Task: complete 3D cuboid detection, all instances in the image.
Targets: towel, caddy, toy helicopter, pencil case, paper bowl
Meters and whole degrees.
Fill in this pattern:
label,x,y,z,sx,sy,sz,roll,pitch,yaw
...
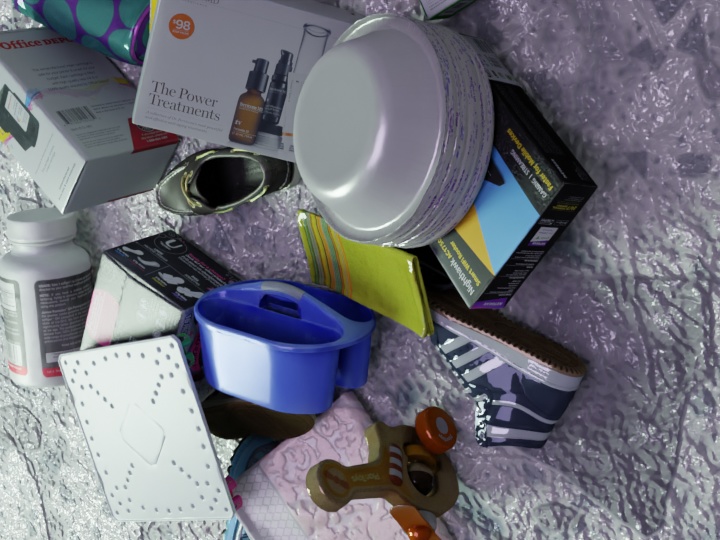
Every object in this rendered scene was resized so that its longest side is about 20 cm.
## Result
label,x,y,z,sx,sy,sz,roll,pitch,yaw
towel,-0.027,0.263,1.238,0.190,0.032,0.201,-37,82,12
caddy,-0.078,0.063,1.192,0.198,0.141,0.107,14,114,31
towel,0.000,0.000,1.137,0.199,0.018,0.087,25,137,52
toy helicopter,0.026,0.210,1.121,0.079,0.198,0.134,-35,65,35
pencil case,-0.290,-0.292,1.280,0.198,0.093,0.086,26,151,24
paper bowl,0.016,-0.124,1.028,0.199,0.103,0.204,-9,79,50

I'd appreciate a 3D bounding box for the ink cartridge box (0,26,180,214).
label,x,y,z,sx,sy,sz,roll,pitch,yaw
ink cartridge box,-0.323,-0.173,1.298,0.200,0.145,0.083,47,126,16

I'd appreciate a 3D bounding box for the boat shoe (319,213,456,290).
label,x,y,z,sx,sy,sz,roll,pitch,yaw
boat shoe,0.035,-0.034,1.135,0.198,0.062,0.076,26,118,29

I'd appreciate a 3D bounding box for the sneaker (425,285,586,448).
label,x,y,z,sx,sy,sz,roll,pitch,yaw
sneaker,0.108,0.093,1.113,0.198,0.070,0.110,29,116,23

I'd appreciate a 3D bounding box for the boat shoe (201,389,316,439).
label,x,y,z,sx,sy,sz,roll,pitch,yaw
boat shoe,-0.112,0.140,1.263,0.199,0.065,0.073,-9,136,48

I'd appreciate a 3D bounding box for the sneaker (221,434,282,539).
label,x,y,z,sx,sy,sz,roll,pitch,yaw
sneaker,-0.103,0.289,1.310,0.094,0.079,0.203,12,110,30

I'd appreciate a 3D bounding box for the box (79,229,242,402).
label,x,y,z,sx,sy,sz,roll,pitch,yaw
box,-0.228,0.079,1.319,0.131,0.114,0.202,33,121,22

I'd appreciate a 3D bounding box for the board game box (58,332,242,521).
label,x,y,z,sx,sy,sz,roll,pitch,yaw
board game box,-0.227,0.172,1.257,0.198,0.026,0.203,-11,100,38

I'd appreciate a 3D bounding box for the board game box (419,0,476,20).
label,x,y,z,sx,sy,sz,roll,pitch,yaw
board game box,0.085,-0.348,1.027,0.152,0.040,0.202,-24,88,37

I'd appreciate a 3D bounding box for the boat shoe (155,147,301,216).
label,x,y,z,sx,sy,sz,roll,pitch,yaw
boat shoe,-0.155,-0.098,1.252,0.199,0.060,0.073,-13,95,37

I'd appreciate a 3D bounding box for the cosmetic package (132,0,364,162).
label,x,y,z,sx,sy,sz,roll,pitch,yaw
cosmetic package,-0.108,-0.195,1.126,0.197,0.052,0.153,12,115,-14

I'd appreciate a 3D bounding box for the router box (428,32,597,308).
label,x,y,z,sx,sy,sz,roll,pitch,yaw
router box,0.104,-0.089,1.038,0.150,0.051,0.201,-56,49,33

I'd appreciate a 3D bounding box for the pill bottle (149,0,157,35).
label,x,y,z,sx,sy,sz,roll,pitch,yaw
pill bottle,-0.157,-0.272,1.175,0.110,0.111,0.203,16,112,31

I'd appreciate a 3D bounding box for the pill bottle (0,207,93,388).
label,x,y,z,sx,sy,sz,roll,pitch,yaw
pill bottle,-0.379,0.031,1.415,0.109,0.110,0.203,8,107,33
